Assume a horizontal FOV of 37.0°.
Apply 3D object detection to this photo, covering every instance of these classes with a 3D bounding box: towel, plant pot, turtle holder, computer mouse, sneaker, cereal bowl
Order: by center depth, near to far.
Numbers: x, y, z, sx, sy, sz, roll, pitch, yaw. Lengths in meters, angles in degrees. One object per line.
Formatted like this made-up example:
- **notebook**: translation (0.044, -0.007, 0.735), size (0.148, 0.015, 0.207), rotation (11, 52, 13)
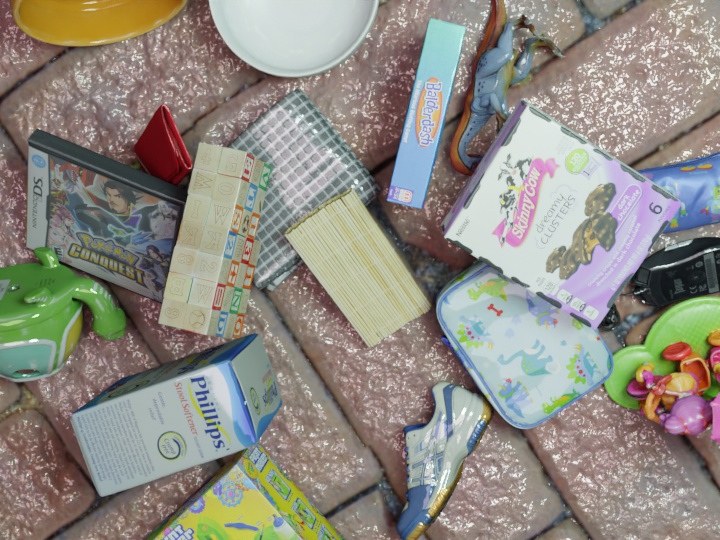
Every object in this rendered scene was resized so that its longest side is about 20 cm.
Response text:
- **plant pot**: translation (-0.313, -0.385, 1.231), size (0.198, 0.200, 0.185), rotation (-16, 80, 6)
- **computer mouse**: translation (0.349, -0.017, 1.257), size (0.198, 0.046, 0.141), rotation (-21, 128, 13)
- **cereal bowl**: translation (-0.073, -0.324, 1.261), size (0.198, 0.083, 0.202), rotation (1, 96, 5)
- **towel**: translation (-0.097, -0.092, 1.287), size (0.200, 0.086, 0.166), rotation (-40, 91, 8)
- **turtle holder**: translation (-0.394, 0.056, 1.316), size (0.184, 0.141, 0.133), rotation (-22, 124, -26)
- **sneaker**: translation (0.084, 0.232, 1.321), size (0.088, 0.075, 0.201), rotation (28, 91, 13)

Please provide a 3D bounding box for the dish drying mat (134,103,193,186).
- **dish drying mat**: translation (-0.230, -0.132, 1.243), size (0.018, 0.200, 0.077), rotation (-24, 93, -19)

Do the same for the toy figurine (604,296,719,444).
- **toy figurine**: translation (0.380, 0.137, 1.210), size (0.198, 0.184, 0.151), rotation (-17, 105, 11)

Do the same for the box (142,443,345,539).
- **box**: translation (-0.149, 0.355, 1.321), size (0.200, 0.122, 0.193), rotation (-41, 92, 8)

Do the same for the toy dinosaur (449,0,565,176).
- **toy dinosaur**: translation (0.156, -0.209, 1.277), size (0.181, 0.105, 0.201), rotation (-45, 57, 17)

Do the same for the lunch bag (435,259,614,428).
- **lunch bag**: translation (0.190, 0.075, 1.281), size (0.160, 0.082, 0.201), rotation (-35, 92, 7)

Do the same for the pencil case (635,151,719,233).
- **pencil case**: translation (0.358, -0.089, 1.250), size (0.198, 0.078, 0.087), rotation (-9, 123, 5)

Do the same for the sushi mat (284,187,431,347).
- **sushi mat**: translation (0.000, 0.000, 1.275), size (0.095, 0.012, 0.201), rotation (-33, 121, 4)

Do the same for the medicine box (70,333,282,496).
- **medicine box**: translation (-0.209, 0.165, 1.275), size (0.198, 0.182, 0.104), rotation (-20, 95, 7)

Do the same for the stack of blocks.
- **stack of blocks**: translation (-0.156, -0.030, 1.202), size (0.058, 0.115, 0.202), rotation (12, 88, 13)

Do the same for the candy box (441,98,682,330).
- **candy box**: translation (0.214, -0.061, 1.171), size (0.199, 0.072, 0.169), rotation (30, 104, -6)

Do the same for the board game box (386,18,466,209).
- **board game box**: translation (0.075, -0.176, 1.230), size (0.045, 0.152, 0.202), rotation (13, 98, 3)

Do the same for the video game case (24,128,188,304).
- **video game case**: translation (-0.305, -0.059, 1.287), size (0.198, 0.026, 0.182), rotation (22, 134, 3)
